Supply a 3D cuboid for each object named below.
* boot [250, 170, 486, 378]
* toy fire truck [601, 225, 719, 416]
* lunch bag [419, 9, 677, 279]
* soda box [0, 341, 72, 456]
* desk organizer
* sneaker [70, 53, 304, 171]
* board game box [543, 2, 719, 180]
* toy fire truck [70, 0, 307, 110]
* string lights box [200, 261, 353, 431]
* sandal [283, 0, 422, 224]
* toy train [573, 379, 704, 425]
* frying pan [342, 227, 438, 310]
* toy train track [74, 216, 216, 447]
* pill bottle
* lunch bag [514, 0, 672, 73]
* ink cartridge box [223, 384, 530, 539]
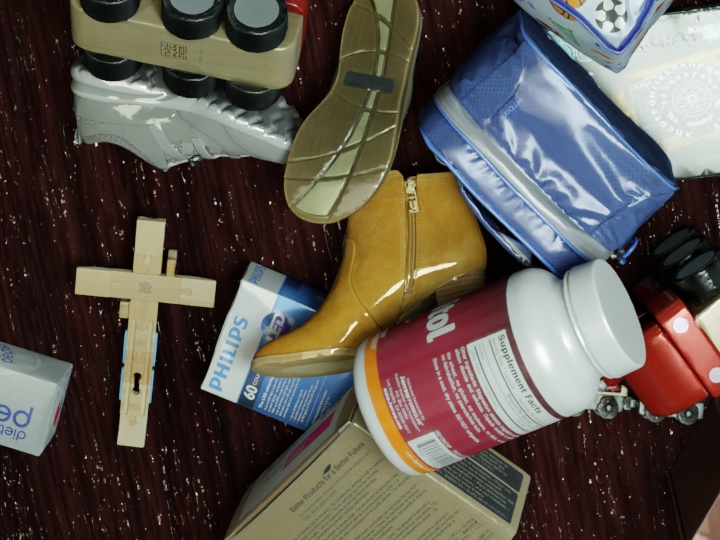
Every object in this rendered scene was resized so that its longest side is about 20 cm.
[{"bbox_3d":[0.000,0.000,1.729,0.200,0.071,0.145,-12,76,1],"label":"boot"},{"bbox_3d":[0.205,0.056,1.697,0.200,0.176,0.129,-37,99,5],"label":"toy fire truck"},{"bbox_3d":[0.141,-0.082,1.672,0.132,0.136,0.200,-43,97,14],"label":"lunch bag"},{"bbox_3d":[-0.346,0.087,1.820,0.199,0.063,0.069,18,104,0],"label":"soda box"},{"bbox_3d":[0.294,0.172,1.716,0.071,0.200,0.077,28,102,-2],"label":"desk organizer"},{"bbox_3d":[-0.138,-0.116,1.760,0.199,0.075,0.082,16,120,7],"label":"sneaker"},{"bbox_3d":[0.233,-0.137,1.734,0.198,0.028,0.136,-6,103,7],"label":"board game box"},{"bbox_3d":[-0.119,-0.251,1.700,0.175,0.201,0.129,12,146,4],"label":"toy fire truck"},{"bbox_3d":[-0.019,0.081,1.791,0.199,0.059,0.103,23,107,0],"label":"string lights box"},{"bbox_3d":[0.002,-0.127,1.731,0.080,0.054,0.201,16,79,13],"label":"sandal"},{"bbox_3d":[0.183,0.096,1.784,0.198,0.034,0.046,4,91,-4],"label":"toy train"},{"bbox_3d":[0.028,-0.046,1.776,0.114,0.031,0.191,-20,104,9],"label":"frying pan"},{"bbox_3d":[-0.181,0.049,1.817,0.114,0.033,0.201,6,110,-4],"label":"toy train track"},{"bbox_3d":[0.103,0.067,1.616,0.199,0.113,0.114,-24,101,21],"label":"pill bottle"},{"bbox_3d":[0.146,-0.254,1.631,0.199,0.170,0.124,36,91,6],"label":"lunch bag"},{"bbox_3d":[0.013,0.193,1.762,0.164,0.075,0.200,36,131,-11],"label":"ink cartridge box"}]
